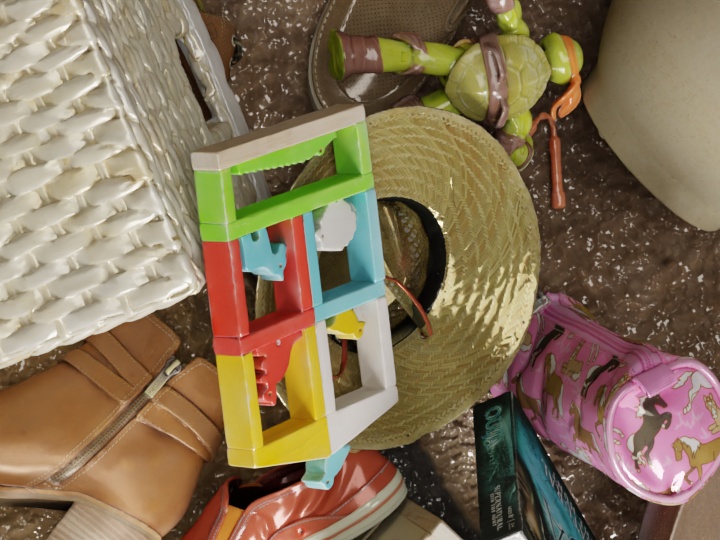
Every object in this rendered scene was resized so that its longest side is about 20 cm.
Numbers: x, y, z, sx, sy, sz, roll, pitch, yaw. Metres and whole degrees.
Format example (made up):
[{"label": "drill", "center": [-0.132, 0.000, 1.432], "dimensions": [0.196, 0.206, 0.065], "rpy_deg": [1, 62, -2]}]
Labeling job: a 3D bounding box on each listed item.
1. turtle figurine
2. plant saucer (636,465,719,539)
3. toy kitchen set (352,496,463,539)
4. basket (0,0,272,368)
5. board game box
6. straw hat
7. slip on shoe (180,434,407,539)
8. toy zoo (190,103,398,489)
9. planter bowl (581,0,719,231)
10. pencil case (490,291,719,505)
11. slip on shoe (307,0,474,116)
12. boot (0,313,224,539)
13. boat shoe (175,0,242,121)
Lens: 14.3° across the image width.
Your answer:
[{"label": "turtle figurine", "center": [0.066, -0.104, 1.662], "dimensions": [0.160, 0.065, 0.201], "rpy_deg": [-13, 126, -13]}, {"label": "plant saucer", "center": [0.209, 0.157, 1.693], "dimensions": [0.036, 0.200, 0.202], "rpy_deg": [16, 87, 31]}, {"label": "toy kitchen set", "center": [0.042, 0.257, 1.640], "dimensions": [0.200, 0.180, 0.163], "rpy_deg": [43, 84, -10]}, {"label": "basket", "center": [-0.182, -0.064, 1.560], "dimensions": [0.199, 0.161, 0.199], "rpy_deg": [-18, 102, 18]}, {"label": "board game box", "center": [0.120, 0.184, 1.636], "dimensions": [0.028, 0.136, 0.201], "rpy_deg": [-23, 119, 14]}, {"label": "straw hat", "center": [0.000, 0.000, 1.644], "dimensions": [0.200, 0.085, 0.203], "rpy_deg": [-5, 99, -33]}, {"label": "slip on shoe", "center": [-0.070, 0.150, 1.651], "dimensions": [0.199, 0.074, 0.061], "rpy_deg": [-30, 101, 14]}, {"label": "toy zoo", "center": [-0.032, 0.021, 1.537], "dimensions": [0.131, 0.020, 0.201], "rpy_deg": [-21, 109, -51]}, {"label": "planter bowl", "center": [0.214, -0.110, 1.674], "dimensions": [0.200, 0.200, 0.135], "rpy_deg": [45, 110, -9]}, {"label": "pencil case", "center": [0.141, 0.071, 1.644], "dimensions": [0.086, 0.200, 0.083], "rpy_deg": [32, 90, -22]}, {"label": "slip on shoe", "center": [0.038, -0.170, 1.689], "dimensions": [0.076, 0.061, 0.200], "rpy_deg": [39, 84, -10]}, {"label": "boot", "center": [-0.177, 0.075, 1.648], "dimensions": [0.200, 0.077, 0.156], "rpy_deg": [36, 76, 2]}, {"label": "boat shoe", "center": [-0.099, -0.125, 1.657], "dimensions": [0.068, 0.072, 0.201], "rpy_deg": [-32, 102, -14]}]
